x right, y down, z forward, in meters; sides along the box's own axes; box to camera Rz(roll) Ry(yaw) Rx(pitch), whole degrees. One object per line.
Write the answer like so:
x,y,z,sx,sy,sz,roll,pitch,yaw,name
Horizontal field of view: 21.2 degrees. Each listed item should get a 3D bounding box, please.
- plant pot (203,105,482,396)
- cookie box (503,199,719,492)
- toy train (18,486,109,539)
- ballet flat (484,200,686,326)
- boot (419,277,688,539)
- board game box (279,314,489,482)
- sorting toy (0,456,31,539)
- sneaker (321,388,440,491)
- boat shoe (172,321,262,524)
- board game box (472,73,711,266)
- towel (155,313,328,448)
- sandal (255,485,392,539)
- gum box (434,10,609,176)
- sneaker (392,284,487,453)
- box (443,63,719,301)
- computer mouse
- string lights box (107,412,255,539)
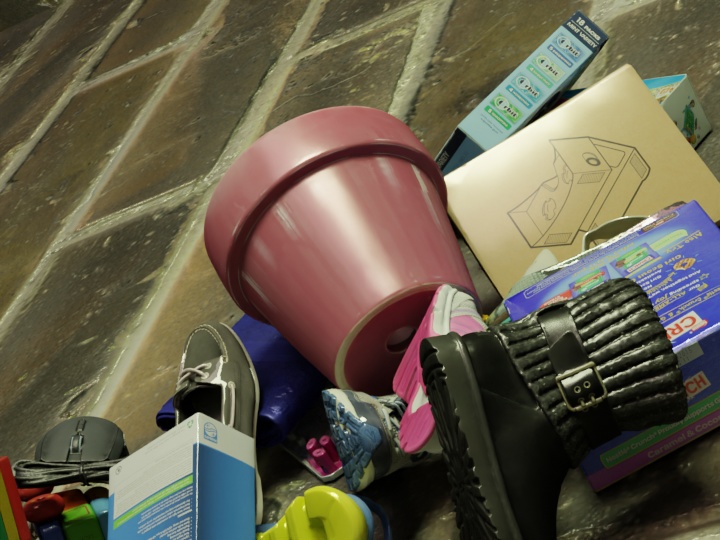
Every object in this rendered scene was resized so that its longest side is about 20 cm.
0.000,0.000,1.523,0.200,0.200,0.179,-31,52,-2,plant pot
0.206,0.049,1.389,0.171,0.075,0.200,-29,21,6,cookie box
-0.227,0.201,1.632,0.116,0.085,0.200,-18,12,-13,toy train
0.181,0.003,1.519,0.200,0.069,0.071,-25,50,5,ballet flat
0.138,0.117,1.233,0.158,0.211,0.079,-12,-7,-13,boot
0.011,0.084,1.632,0.200,0.026,0.200,-35,22,-12,board game box
-0.337,0.240,1.530,0.199,0.200,0.070,-11,7,37,sorting toy
0.021,0.115,1.423,0.085,0.077,0.200,-17,-4,-1,sneaker
-0.119,0.123,1.536,0.067,0.057,0.200,-29,56,29,boat shoe
0.198,-0.089,1.719,0.147,0.064,0.200,-4,34,47,board game box
-0.066,0.079,1.652,0.148,0.050,0.200,-1,36,40,towel
-0.052,0.211,1.396,0.200,0.080,0.087,-23,-15,36,sandal
0.134,-0.135,1.823,0.200,0.045,0.170,-46,-6,-33,gum box
0.077,0.081,1.364,0.200,0.088,0.081,-87,20,-63,sneaker
0.181,-0.058,1.587,0.200,0.021,0.164,-31,66,-1,box
-0.205,0.147,1.596,0.140,0.046,0.200,-1,1,5,computer mouse
-0.127,0.212,1.350,0.103,0.059,0.200,-33,44,33,string lights box
